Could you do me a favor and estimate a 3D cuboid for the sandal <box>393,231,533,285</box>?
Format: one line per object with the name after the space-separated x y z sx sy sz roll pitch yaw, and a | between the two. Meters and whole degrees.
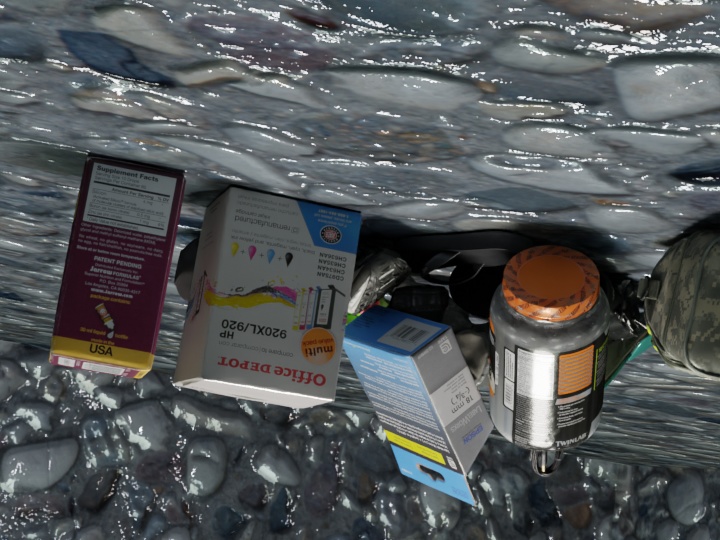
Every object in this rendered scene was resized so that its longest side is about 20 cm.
0.100 -0.011 1.544 0.076 0.043 0.200 15 168 -32 | sandal

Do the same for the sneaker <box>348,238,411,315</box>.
0.000 0.000 1.583 0.074 0.079 0.200 -34 -179 -11 | sneaker

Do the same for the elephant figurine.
0.134 0.094 1.765 0.199 0.155 0.142 -5 134 8 | elephant figurine

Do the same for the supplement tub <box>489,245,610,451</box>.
0.194 0.080 1.489 0.122 0.123 0.200 7 131 11 | supplement tub

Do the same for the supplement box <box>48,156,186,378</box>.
-0.248 0.001 1.459 0.103 0.201 0.131 11 169 -10 | supplement box

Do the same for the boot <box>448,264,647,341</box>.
0.216 0.035 1.629 0.198 0.074 0.162 2 169 24 | boot

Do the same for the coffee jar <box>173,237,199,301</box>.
-0.122 0.016 1.757 0.200 0.086 0.104 15 171 -35 | coffee jar

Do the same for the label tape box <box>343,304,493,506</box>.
0.071 0.145 1.582 0.144 0.063 0.200 15 135 55 | label tape box

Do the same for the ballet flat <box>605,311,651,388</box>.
0.305 0.085 1.714 0.064 0.200 0.067 44 139 13 | ballet flat

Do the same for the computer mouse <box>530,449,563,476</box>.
0.215 0.158 1.701 0.058 0.200 0.034 -16 -156 -11 | computer mouse

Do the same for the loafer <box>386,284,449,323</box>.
0.063 0.059 1.644 0.068 0.071 0.201 0 168 -7 | loafer

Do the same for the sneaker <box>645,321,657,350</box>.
0.380 0.037 1.547 0.083 0.074 0.200 -17 174 -21 | sneaker

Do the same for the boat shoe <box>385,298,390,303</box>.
0.022 0.064 1.845 0.072 0.065 0.200 8 -156 -21 | boat shoe

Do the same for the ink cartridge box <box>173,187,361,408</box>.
-0.098 0.034 1.514 0.147 0.201 0.145 11 170 -16 | ink cartridge box

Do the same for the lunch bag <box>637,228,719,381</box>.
0.378 0.039 1.361 0.199 0.140 0.168 10 -174 -6 | lunch bag

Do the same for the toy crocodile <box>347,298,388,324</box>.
-0.026 0.024 1.705 0.062 0.068 0.200 -13 143 45 | toy crocodile
